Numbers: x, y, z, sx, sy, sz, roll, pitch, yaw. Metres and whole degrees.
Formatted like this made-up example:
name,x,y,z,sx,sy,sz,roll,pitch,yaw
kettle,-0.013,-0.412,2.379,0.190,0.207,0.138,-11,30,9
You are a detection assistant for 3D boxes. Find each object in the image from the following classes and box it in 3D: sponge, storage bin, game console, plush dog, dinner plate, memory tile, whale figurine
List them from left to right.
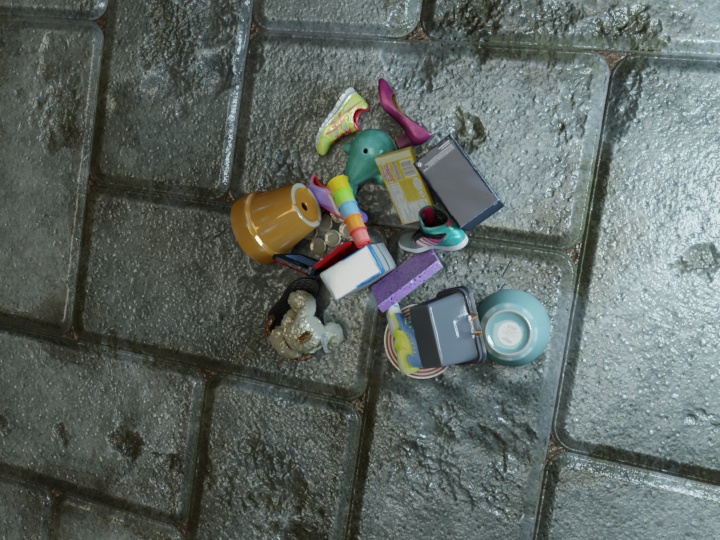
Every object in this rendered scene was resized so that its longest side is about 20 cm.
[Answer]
name,x,y,z,sx,sy,sz,roll,pitch,yaw
plush dog,-0.172,0.181,1.756,0.172,0.161,0.200,-34,104,37
game console,-0.108,-0.052,1.694,0.172,0.200,0.119,23,98,15
memory tile,-0.088,-0.112,1.799,0.153,0.017,0.201,-29,84,16
whale figurine,0.006,-0.285,1.720,0.159,0.104,0.200,45,106,10
sponge,0.119,0.020,1.688,0.200,0.112,0.030,-37,115,11
dinner plate,0.162,0.189,1.729,0.199,0.024,0.201,1,93,17
storage bin,0.214,0.151,1.601,0.145,0.134,0.201,-15,88,54

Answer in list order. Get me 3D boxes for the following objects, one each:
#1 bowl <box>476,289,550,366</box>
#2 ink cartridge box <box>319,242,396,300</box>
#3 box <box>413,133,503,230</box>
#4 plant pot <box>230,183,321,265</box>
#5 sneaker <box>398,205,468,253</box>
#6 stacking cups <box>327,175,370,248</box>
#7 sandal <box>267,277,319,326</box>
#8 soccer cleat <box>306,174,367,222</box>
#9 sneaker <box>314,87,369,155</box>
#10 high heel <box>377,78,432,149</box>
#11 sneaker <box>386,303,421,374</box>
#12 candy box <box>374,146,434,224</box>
name,x,y,z,sx,sy,sz,roll,pitch,yaw
bowl,0.375,0.149,1.621,0.200,0.105,0.202,0,91,17
ink cartridge box,0.000,0.000,1.681,0.146,0.200,0.084,-32,85,15
box,0.248,-0.211,1.598,0.123,0.200,0.199,-38,81,14
plant pot,-0.213,-0.140,1.722,0.183,0.200,0.201,-24,85,28
sneaker,0.165,-0.107,1.644,0.199,0.084,0.121,-2,136,38
stacking cups,-0.023,-0.151,1.673,0.060,0.060,0.201,-30,68,15
sandal,-0.192,0.079,1.816,0.075,0.045,0.200,39,118,-16
soccer cleat,-0.064,-0.189,1.746,0.200,0.067,0.077,27,109,18
sneaker,-0.050,-0.392,1.749,0.090,0.078,0.200,35,103,6
high heel,0.117,-0.425,1.700,0.096,0.067,0.201,-19,101,26
sneaker,0.133,0.168,1.699,0.105,0.076,0.201,-13,88,-2
candy box,0.121,-0.217,1.669,0.102,0.026,0.200,-9,120,31
